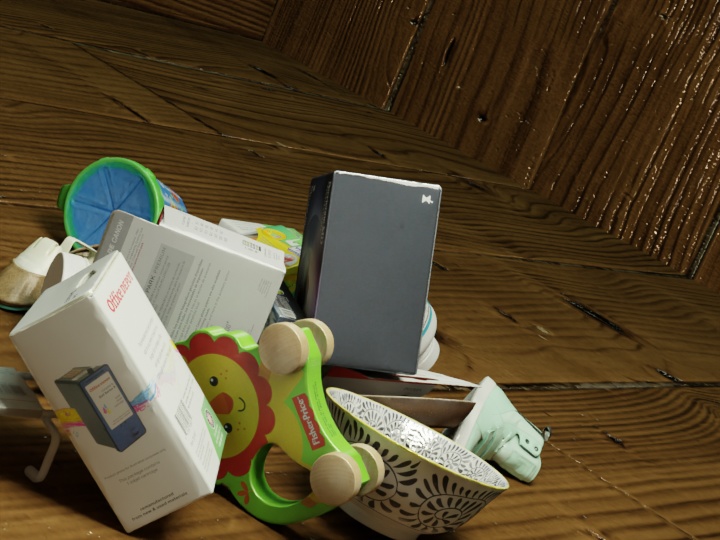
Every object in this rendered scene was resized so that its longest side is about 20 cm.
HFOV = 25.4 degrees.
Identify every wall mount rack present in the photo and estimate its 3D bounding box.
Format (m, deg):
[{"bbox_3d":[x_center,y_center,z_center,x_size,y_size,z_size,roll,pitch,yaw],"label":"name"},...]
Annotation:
[{"bbox_3d":[-0.348,0.111,1.354,0.200,0.075,0.174,10,22,-42],"label":"wall mount rack"}]

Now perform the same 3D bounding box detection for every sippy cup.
[{"bbox_3d":[-0.286,-0.067,2.021,0.178,0.140,0.130,54,12,16],"label":"sippy cup"}]

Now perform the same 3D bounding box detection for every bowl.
[{"bbox_3d":[0.035,0.201,1.540,0.200,0.094,0.201,27,3,-2],"label":"bowl"}]

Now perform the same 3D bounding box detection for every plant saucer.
[{"bbox_3d":[0.025,0.153,1.728,0.199,0.032,0.200,2,-5,0],"label":"plant saucer"}]

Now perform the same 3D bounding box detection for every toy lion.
[{"bbox_3d":[-0.098,0.141,1.469,0.069,0.191,0.201,-9,75,-63],"label":"toy lion"}]

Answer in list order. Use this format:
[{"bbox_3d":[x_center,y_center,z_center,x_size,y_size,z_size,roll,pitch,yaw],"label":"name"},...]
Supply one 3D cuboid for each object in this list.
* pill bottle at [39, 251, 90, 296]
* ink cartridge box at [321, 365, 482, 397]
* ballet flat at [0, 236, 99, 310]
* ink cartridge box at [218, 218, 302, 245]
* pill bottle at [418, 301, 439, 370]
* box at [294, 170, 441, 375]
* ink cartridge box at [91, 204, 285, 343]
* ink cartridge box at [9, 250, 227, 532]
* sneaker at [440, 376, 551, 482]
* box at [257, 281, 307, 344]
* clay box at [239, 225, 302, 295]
[{"bbox_3d":[-0.234,0.045,1.691,0.199,0.112,0.111,17,15,-23],"label":"pill bottle"},{"bbox_3d":[0.012,0.128,1.773,0.162,0.050,0.200,8,4,-36],"label":"ink cartridge box"},{"bbox_3d":[-0.340,-0.003,1.781,0.068,0.073,0.200,28,15,21],"label":"ballet flat"},{"bbox_3d":[-0.088,0.016,2.094,0.146,0.085,0.200,6,21,-48],"label":"ink cartridge box"},{"bbox_3d":[0.023,0.047,1.984,0.200,0.111,0.111,54,-7,-36],"label":"pill bottle"},{"bbox_3d":[0.000,0.000,1.711,0.123,0.201,0.198,8,-1,-10],"label":"box"},{"bbox_3d":[-0.189,0.049,1.554,0.175,0.201,0.084,22,12,-9],"label":"ink cartridge box"},{"bbox_3d":[-0.203,0.100,1.371,0.201,0.087,0.145,63,7,-13],"label":"ink cartridge box"},{"bbox_3d":[0.155,0.201,1.817,0.118,0.074,0.200,42,27,2],"label":"sneaker"},{"bbox_3d":[-0.115,0.077,1.709,0.040,0.137,0.200,17,15,-21],"label":"box"},{"bbox_3d":[-0.154,0.008,1.913,0.199,0.048,0.115,-18,32,-26],"label":"clay box"}]
